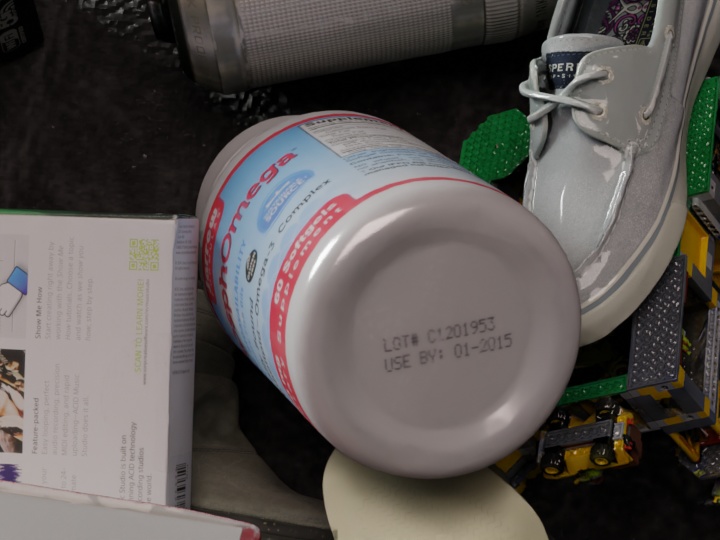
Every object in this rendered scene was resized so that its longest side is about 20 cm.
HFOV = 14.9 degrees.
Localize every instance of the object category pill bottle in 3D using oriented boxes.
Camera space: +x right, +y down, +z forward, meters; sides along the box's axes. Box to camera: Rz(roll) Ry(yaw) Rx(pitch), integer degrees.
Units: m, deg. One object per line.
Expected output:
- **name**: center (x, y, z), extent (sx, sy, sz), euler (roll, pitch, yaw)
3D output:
- **pill bottle**: center (0.000, 0.000, 1.042), extent (0.108, 0.200, 0.110), euler (-4, 105, -17)

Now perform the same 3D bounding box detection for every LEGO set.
- **LEGO set**: center (0.113, 0.025, 1.114), extent (0.153, 0.116, 0.201), euler (-21, 46, 25)

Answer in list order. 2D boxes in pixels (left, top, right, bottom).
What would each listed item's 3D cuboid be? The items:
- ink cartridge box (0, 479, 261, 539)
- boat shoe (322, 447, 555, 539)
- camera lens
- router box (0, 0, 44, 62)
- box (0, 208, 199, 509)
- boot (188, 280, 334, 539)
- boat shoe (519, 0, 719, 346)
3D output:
- **ink cartridge box**: center (-0.110, 0.180, 0.985), extent (0.144, 0.200, 0.146), euler (8, 66, 5)
- **boat shoe**: center (0.062, 0.139, 1.047), extent (0.201, 0.063, 0.074), euler (43, 84, 4)
- **camera lens**: center (0.001, -0.168, 1.167), extent (0.199, 0.160, 0.161), euler (-11, 64, -2)
- **router box**: center (-0.220, -0.129, 1.138), extent (0.149, 0.200, 0.062), euler (-25, 70, -8)
- **box**: center (-0.162, 0.047, 1.062), extent (0.199, 0.036, 0.145), euler (3, 91, 12)
- **boot**: center (-0.060, 0.062, 1.116), extent (0.199, 0.068, 0.131), euler (9, 59, 6)
- **boat shoe**: center (0.091, -0.068, 1.063), extent (0.070, 0.072, 0.202), euler (-4, 55, 37)
